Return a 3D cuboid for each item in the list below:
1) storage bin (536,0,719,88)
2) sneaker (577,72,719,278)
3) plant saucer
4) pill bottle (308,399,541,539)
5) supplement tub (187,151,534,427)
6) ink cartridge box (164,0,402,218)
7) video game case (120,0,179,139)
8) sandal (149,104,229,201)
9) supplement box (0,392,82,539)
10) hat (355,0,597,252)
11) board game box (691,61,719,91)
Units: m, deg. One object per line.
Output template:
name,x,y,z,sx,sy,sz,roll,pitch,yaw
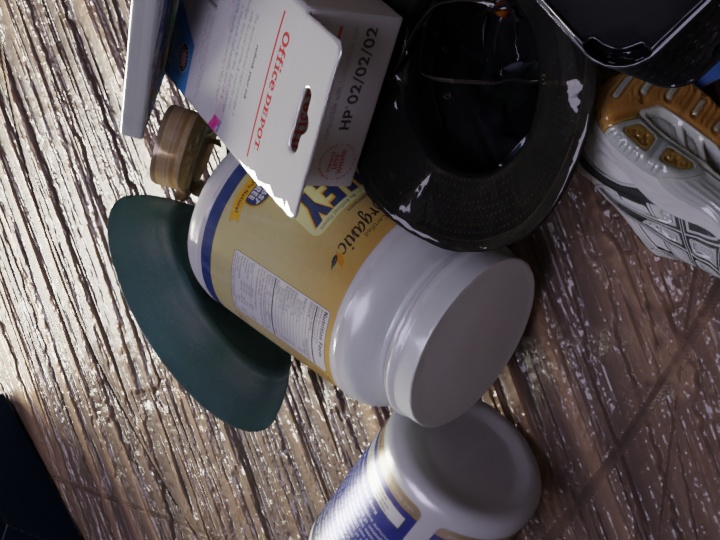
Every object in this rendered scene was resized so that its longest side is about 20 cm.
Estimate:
storage bin,0.120,-0.200,0.607,0.135,0.094,0.200,-45,72,22
sneaker,0.205,-0.028,0.709,0.200,0.076,0.088,45,160,11
plant saucer,-0.106,0.022,0.938,0.036,0.200,0.200,-31,82,16
pill bottle,0.031,0.185,0.900,0.116,0.116,0.200,49,131,19
supplement tub,0.000,0.000,0.844,0.200,0.144,0.145,32,124,30
ink cartridge box,-0.044,-0.128,0.780,0.200,0.068,0.115,50,132,44
video game case,-0.122,-0.206,0.849,0.018,0.200,0.143,15,146,-5
sandal,-0.094,-0.077,0.908,0.070,0.212,0.078,17,95,0
supplement box,-0.420,0.272,1.333,0.200,0.134,0.200,-40,77,43
hat,0.079,-0.113,0.751,0.200,0.081,0.201,6,99,42
board game box,0.191,-0.189,0.678,0.200,0.039,0.158,-27,87,51
